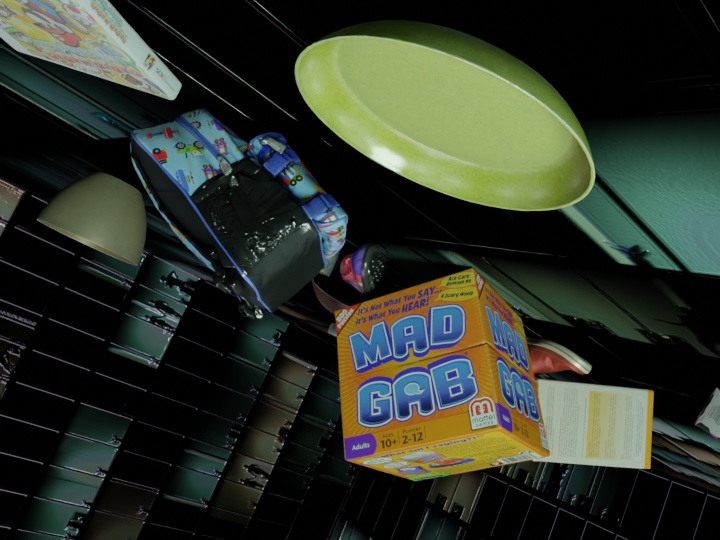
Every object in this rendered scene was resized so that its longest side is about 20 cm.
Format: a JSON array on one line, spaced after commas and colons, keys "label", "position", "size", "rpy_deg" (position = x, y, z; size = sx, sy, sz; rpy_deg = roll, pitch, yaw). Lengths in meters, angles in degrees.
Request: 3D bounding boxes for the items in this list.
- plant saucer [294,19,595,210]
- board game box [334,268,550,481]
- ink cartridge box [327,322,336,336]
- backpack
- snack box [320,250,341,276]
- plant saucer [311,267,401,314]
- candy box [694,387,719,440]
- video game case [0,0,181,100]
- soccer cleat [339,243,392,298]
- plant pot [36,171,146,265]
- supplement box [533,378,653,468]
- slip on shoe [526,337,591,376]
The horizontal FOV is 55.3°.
[{"label": "plant saucer", "position": [0.055, -0.098, 0.440], "size": [0.200, 0.031, 0.200], "rpy_deg": [24, 170, 4]}, {"label": "board game box", "position": [0.106, 0.148, 0.903], "size": [0.200, 0.200, 0.200], "rpy_deg": [-18, 150, 24]}, {"label": "ink cartridge box", "position": [0.024, 0.235, 2.219], "size": [0.200, 0.047, 0.198], "rpy_deg": [28, 168, -30]}, {"label": "backpack", "position": [-0.123, -0.071, 0.675], "size": [0.200, 0.135, 0.183], "rpy_deg": [49, 171, 10]}, {"label": "snack box", "position": [-0.125, -0.061, 0.978], "size": [0.142, 0.053, 0.200], "rpy_deg": [21, 170, 21]}, {"label": "plant saucer", "position": [0.013, 0.050, 1.071], "size": [0.200, 0.035, 0.200], "rpy_deg": [20, -164, -6]}, {"label": "candy box", "position": [0.522, 0.224, 0.816], "size": [0.136, 0.061, 0.200], "rpy_deg": [26, -175, -14]}, {"label": "video game case", "position": [-0.275, -0.221, 0.579], "size": [0.200, 0.023, 0.182], "rpy_deg": [20, 170, 18]}, {"label": "soccer cleat", "position": [0.000, 0.000, 0.972], "size": [0.073, 0.068, 0.200], "rpy_deg": [18, 173, 9]}, {"label": "plant pot", "position": [-0.498, -0.112, 1.334], "size": [0.200, 0.135, 0.200], "rpy_deg": [24, 170, 4]}, {"label": "supplement box", "position": [0.356, 0.242, 1.097], "size": [0.200, 0.126, 0.074], "rpy_deg": [8, 173, -10]}, {"label": "slip on shoe", "position": [0.281, 0.143, 1.092], "size": [0.074, 0.061, 0.200], "rpy_deg": [31, 166, -29]}]
